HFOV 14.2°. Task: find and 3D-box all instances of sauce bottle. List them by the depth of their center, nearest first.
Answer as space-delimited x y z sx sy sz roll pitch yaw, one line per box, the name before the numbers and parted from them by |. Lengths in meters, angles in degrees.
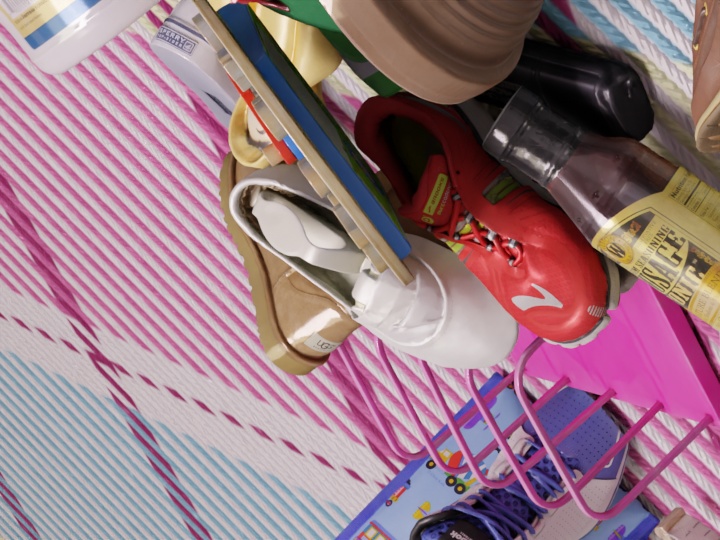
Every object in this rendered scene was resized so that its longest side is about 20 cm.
sauce bottle | 0.158 -0.028 1.568 0.200 0.066 0.066 32 156 5

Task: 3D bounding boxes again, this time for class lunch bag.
lunch bag | 0.075 0.196 1.943 0.151 0.200 0.094 42 158 15

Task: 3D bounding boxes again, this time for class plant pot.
plant pot | 0.042 -0.192 1.462 0.093 0.201 0.201 -26 108 29

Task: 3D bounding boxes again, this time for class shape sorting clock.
shape sorting clock | -0.035 -0.072 1.581 0.200 0.039 0.200 54 -175 -7

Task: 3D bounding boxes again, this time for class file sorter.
file sorter | 0.098 0.058 1.780 0.200 0.125 0.139 14 139 54

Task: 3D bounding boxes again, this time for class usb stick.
usb stick | 0.088 -0.112 1.648 0.200 0.033 0.055 20 153 49

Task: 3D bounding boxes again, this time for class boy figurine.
boy figurine | -0.055 -0.155 1.726 0.124 0.064 0.200 27 128 43

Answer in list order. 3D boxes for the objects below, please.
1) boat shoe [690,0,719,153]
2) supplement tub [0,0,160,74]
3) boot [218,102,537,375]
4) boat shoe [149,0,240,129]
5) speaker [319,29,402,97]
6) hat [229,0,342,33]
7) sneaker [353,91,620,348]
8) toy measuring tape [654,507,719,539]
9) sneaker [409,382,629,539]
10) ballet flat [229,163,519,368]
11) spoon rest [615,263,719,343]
boat shoe | 0.197 -0.116 1.414 0.200 0.072 0.068 91 166 -70
supplement tub | -0.200 -0.240 1.815 0.200 0.145 0.145 52 157 -9
boot | 0.012 -0.049 1.768 0.200 0.066 0.175 -37 57 32
boat shoe | -0.064 -0.124 1.860 0.074 0.065 0.200 28 172 25
speaker | -0.014 -0.198 1.610 0.200 0.088 0.088 56 157 -6
hat | -0.066 -0.159 1.540 0.176 0.166 0.200 -27 111 29
sneaker | 0.063 -0.028 1.618 0.200 0.085 0.077 47 118 32
toy measuring tape | 0.267 0.217 1.807 0.200 0.074 0.074 30 151 37
sneaker | 0.093 0.164 1.850 0.081 0.199 0.115 40 179 11
ballet flat | 0.000 0.000 1.683 0.200 0.069 0.069 34 153 28
spoon rest | 0.219 0.049 1.656 0.200 0.061 0.099 42 162 -22
